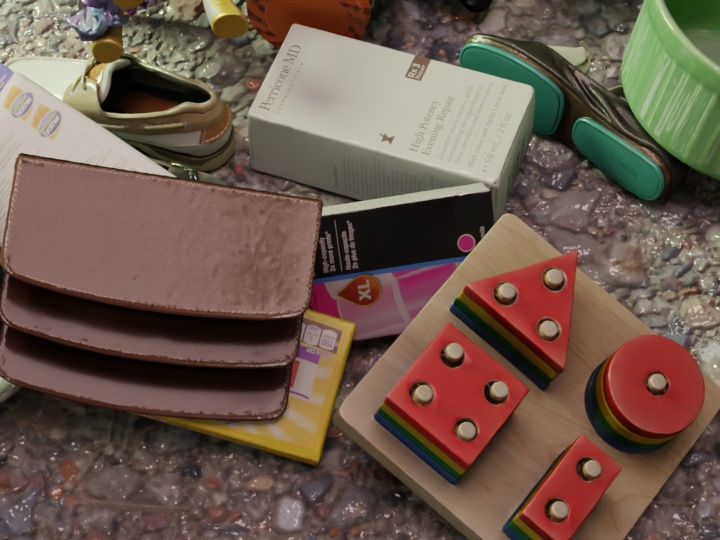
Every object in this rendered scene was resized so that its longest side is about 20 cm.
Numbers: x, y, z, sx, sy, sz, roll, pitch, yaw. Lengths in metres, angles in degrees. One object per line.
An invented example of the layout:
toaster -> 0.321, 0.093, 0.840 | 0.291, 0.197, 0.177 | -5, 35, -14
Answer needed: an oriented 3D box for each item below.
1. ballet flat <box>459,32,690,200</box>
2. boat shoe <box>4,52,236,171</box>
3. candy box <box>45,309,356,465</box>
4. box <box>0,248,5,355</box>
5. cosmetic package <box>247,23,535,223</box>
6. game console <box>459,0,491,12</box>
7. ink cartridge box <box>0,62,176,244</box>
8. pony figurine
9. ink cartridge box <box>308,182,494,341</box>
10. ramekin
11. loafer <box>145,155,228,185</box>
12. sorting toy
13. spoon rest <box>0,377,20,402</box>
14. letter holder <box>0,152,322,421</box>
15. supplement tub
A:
ballet flat -> 0.169, -0.126, 1.404 | 0.200, 0.068, 0.068 | 38, 55, 13
boat shoe -> -0.192, -0.137, 1.418 | 0.199, 0.069, 0.075 | 12, 57, 11
candy box -> -0.111, 0.058, 1.266 | 0.199, 0.026, 0.103 | 16, 79, -2
box -> -0.352, -0.021, 1.236 | 0.199, 0.104, 0.183 | -6, 94, 20
cosmetic package -> 0.023, -0.107, 1.388 | 0.199, 0.074, 0.102 | 16, 57, 11
game console -> 0.058, -0.330, 1.477 | 0.031, 0.200, 0.178 | -21, 39, 38
ink cartridge box -> -0.223, -0.055, 1.309 | 0.199, 0.042, 0.120 | 34, 75, -2
pony figurine -> -0.160, -0.248, 1.405 | 0.192, 0.167, 0.201 | -10, 44, 15
ink cartridge box -> 0.000, 0.000, 1.306 | 0.199, 0.095, 0.037 | -8, 12, -1
ramekin -> 0.291, -0.154, 1.363 | 0.199, 0.098, 0.201 | 11, 46, -11
loafer -> -0.159, -0.052, 1.362 | 0.199, 0.063, 0.072 | 16, 58, 13
sorting toy -> 0.122, 0.083, 1.217 | 0.200, 0.070, 0.199 | 40, 66, 5
spoon rest -> -0.279, 0.013, 1.325 | 0.099, 0.061, 0.201 | -3, 55, 1
letter holder -> -0.135, 0.018, 1.207 | 0.199, 0.101, 0.143 | 9, 77, -5
supplement tub -> -0.027, -0.277, 1.474 | 0.122, 0.123, 0.201 | 7, 56, 7
